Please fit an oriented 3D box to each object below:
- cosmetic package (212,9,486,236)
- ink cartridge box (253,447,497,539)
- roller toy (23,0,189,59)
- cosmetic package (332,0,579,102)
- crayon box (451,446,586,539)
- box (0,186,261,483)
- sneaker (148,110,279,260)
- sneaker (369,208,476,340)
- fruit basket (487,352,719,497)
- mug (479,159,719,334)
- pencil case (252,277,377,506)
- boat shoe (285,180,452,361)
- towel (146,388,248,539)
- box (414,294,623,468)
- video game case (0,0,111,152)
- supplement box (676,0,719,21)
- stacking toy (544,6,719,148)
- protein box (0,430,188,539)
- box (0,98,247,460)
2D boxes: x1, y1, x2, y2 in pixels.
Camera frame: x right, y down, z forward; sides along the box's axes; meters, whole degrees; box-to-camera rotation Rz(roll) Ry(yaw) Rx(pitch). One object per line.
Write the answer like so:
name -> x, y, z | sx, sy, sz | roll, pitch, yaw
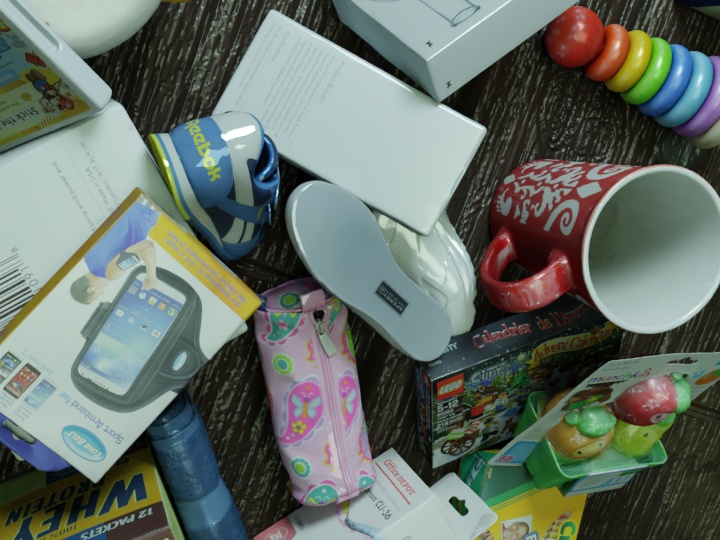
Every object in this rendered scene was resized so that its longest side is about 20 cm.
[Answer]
cosmetic package -> -0.009, -0.117, 0.788 | 0.200, 0.074, 0.102 | 30, 92, -1
ink cartridge box -> 0.012, 0.238, 0.882 | 0.200, 0.116, 0.068 | -31, 110, -10
roller toy -> -0.225, -0.240, 0.691 | 0.182, 0.140, 0.200 | -44, 111, -4
cosmetic package -> 0.094, -0.244, 0.787 | 0.200, 0.151, 0.052 | -37, 144, -8
crayon box -> 0.146, 0.280, 0.964 | 0.118, 0.058, 0.201 | 8, 99, -19
box -> -0.180, 0.055, 0.682 | 0.119, 0.041, 0.200 | 44, 84, -22
sneaker -> -0.095, -0.064, 0.745 | 0.082, 0.200, 0.074 | -28, 78, -1
sneaker -> 0.039, -0.024, 0.866 | 0.099, 0.078, 0.201 | -20, 98, -6
fruit basket -> 0.238, 0.131, 0.868 | 0.185, 0.200, 0.094 | -1, 61, -30
mug -> 0.182, -0.037, 0.834 | 0.177, 0.200, 0.134 | 3, 101, -18
pencil case -> -0.040, 0.106, 0.854 | 0.087, 0.087, 0.201 | -13, 106, -15
boat shoe -> 0.000, 0.000, 0.800 | 0.200, 0.066, 0.070 | 43, 78, -31
towel -> -0.136, 0.192, 0.826 | 0.048, 0.112, 0.201 | -21, 107, -14
box -> 0.149, 0.100, 0.906 | 0.199, 0.038, 0.137 | -19, 137, -13
video game case -> -0.296, -0.152, 0.652 | 0.182, 0.199, 0.023 | 47, 45, -36
supplement box -> 0.441, -0.313, 0.893 | 0.199, 0.134, 0.201 | 18, 96, -20
stacking toy -> 0.261, -0.189, 0.899 | 0.199, 0.085, 0.086 | 22, 94, -14
protein box -> -0.196, 0.270, 0.776 | 0.135, 0.200, 0.199 | -21, 107, -13
box -> -0.227, -0.001, 0.745 | 0.200, 0.131, 0.199 | -31, 110, -10
